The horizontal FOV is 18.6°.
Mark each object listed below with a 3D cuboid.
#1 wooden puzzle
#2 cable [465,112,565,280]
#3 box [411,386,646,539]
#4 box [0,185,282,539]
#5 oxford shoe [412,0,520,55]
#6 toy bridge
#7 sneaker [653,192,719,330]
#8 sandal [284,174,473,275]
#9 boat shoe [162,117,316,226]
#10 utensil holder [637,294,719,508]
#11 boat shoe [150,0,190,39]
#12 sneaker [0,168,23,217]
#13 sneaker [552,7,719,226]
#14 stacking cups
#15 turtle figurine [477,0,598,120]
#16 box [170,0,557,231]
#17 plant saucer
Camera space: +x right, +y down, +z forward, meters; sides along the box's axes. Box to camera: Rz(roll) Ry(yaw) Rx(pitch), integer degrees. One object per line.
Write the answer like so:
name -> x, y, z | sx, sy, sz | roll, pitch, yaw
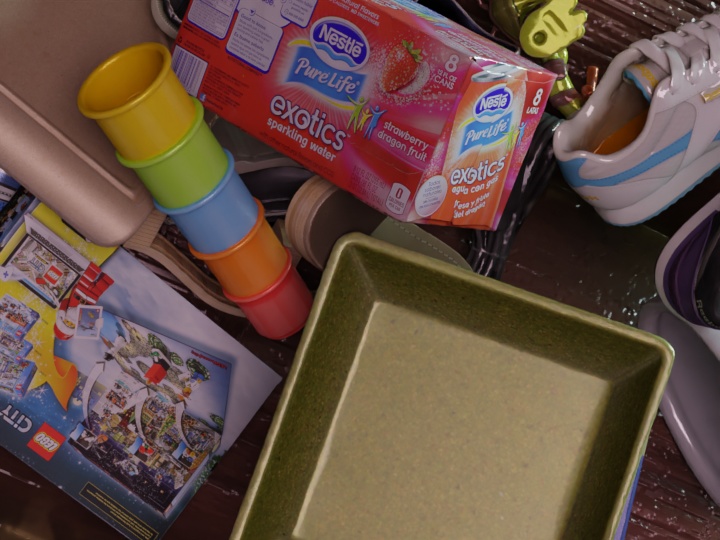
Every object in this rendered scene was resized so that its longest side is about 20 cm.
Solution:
wooden puzzle -> -0.170, -0.131, 1.306 | 0.185, 0.037, 0.200 | 40, 50, -9
cable -> 0.078, -0.032, 1.399 | 0.097, 0.050, 0.201 | -5, 113, -50
box -> 0.083, 0.177, 1.252 | 0.120, 0.032, 0.201 | 13, 86, 6
box -> -0.163, 0.059, 1.322 | 0.200, 0.038, 0.137 | 41, 84, -26
oxford shoe -> 0.019, -0.151, 1.324 | 0.200, 0.073, 0.071 | 33, 40, 22
toy bridge -> -0.056, 0.000, 1.356 | 0.199, 0.027, 0.067 | 15, 127, -25
sneaker -> 0.255, -0.047, 1.260 | 0.076, 0.088, 0.200 | 34, 90, -12
sandal -> 0.004, -0.005, 1.309 | 0.078, 0.070, 0.212 | -53, 141, -7
boat shoe -> -0.046, -0.061, 1.369 | 0.199, 0.073, 0.063 | -2, 135, -17
utensil holder -> 0.301, 0.051, 1.381 | 0.199, 0.170, 0.171 | -27, 97, -12
boat shoe -> -0.070, -0.235, 1.327 | 0.074, 0.066, 0.200 | 29, 71, -13
sneaker -> -0.239, -0.053, 1.322 | 0.200, 0.076, 0.077 | -38, 137, -17
sneaker -> 0.203, -0.113, 1.314 | 0.200, 0.077, 0.081 | -44, 139, 8
stacking cups -> -0.090, -0.036, 1.265 | 0.060, 0.060, 0.200 | -36, 126, -8
turtle figurine -> 0.102, -0.175, 1.348 | 0.064, 0.161, 0.201 | -12, 90, 7
box -> -0.002, -0.108, 1.238 | 0.095, 0.200, 0.100 | 3, 113, -54
plant saucer -> 0.050, 0.104, 1.223 | 0.199, 0.048, 0.201 | 19, 84, 7
